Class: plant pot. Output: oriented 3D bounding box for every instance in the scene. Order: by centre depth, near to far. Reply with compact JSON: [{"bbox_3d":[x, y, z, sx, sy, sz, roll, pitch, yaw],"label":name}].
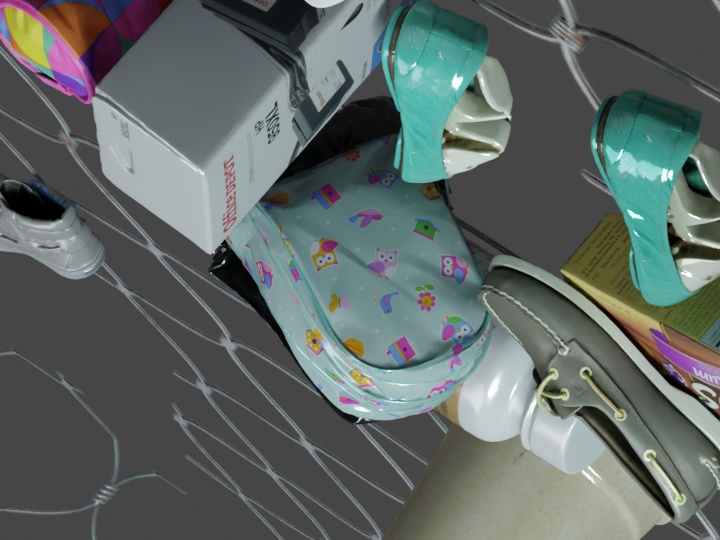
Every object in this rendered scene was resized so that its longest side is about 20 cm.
[{"bbox_3d":[0.112,0.197,2.012,0.200,0.184,0.201,37,164,12],"label":"plant pot"}]

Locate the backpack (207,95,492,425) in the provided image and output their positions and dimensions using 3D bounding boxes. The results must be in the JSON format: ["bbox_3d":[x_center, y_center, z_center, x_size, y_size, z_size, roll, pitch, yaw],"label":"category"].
[{"bbox_3d":[0.000,0.000,1.675,0.200,0.167,0.127,63,169,12],"label":"backpack"}]

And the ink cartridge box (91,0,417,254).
[{"bbox_3d":[-0.057,-0.124,1.484,0.084,0.200,0.145,38,165,11],"label":"ink cartridge box"}]

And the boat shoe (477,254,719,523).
[{"bbox_3d":[0.147,0.073,1.607,0.202,0.060,0.072,42,165,1],"label":"boat shoe"}]

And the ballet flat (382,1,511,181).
[{"bbox_3d":[0.055,-0.095,1.541,0.070,0.067,0.200,20,163,11],"label":"ballet flat"}]

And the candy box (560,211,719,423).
[{"bbox_3d":[0.226,0.052,1.580,0.200,0.056,0.117,31,162,36],"label":"candy box"}]

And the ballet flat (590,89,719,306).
[{"bbox_3d":[0.181,-0.030,1.447,0.070,0.067,0.200,16,157,25],"label":"ballet flat"}]

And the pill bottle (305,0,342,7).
[{"bbox_3d":[-0.052,-0.240,1.318,0.200,0.111,0.111,44,164,-15],"label":"pill bottle"}]

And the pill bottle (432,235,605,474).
[{"bbox_3d":[0.089,0.053,1.796,0.200,0.114,0.114,33,163,25],"label":"pill bottle"}]

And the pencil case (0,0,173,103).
[{"bbox_3d":[-0.121,-0.184,1.497,0.088,0.200,0.088,37,156,20],"label":"pencil case"}]

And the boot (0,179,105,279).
[{"bbox_3d":[-0.347,-0.063,2.614,0.200,0.074,0.096,19,150,33],"label":"boot"}]
